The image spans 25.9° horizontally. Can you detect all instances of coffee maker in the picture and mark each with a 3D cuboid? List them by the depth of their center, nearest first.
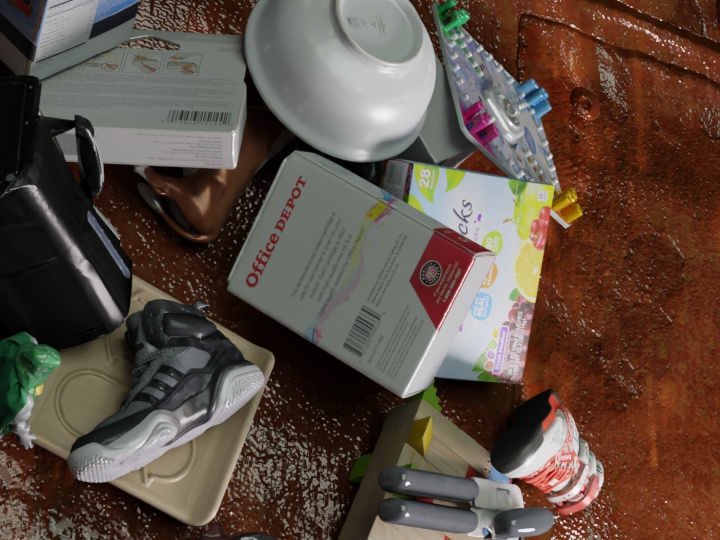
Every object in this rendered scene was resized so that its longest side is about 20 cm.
[{"bbox_3d":[-0.281,-0.023,1.275,0.201,0.133,0.193,66,37,-46],"label":"coffee maker"}]

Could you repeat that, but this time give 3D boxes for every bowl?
[{"bbox_3d":[-0.002,-0.211,1.475,0.199,0.090,0.203,16,56,-25],"label":"bowl"}]

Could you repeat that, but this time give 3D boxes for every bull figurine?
[{"bbox_3d":[-0.139,-0.118,1.502,0.121,0.065,0.201,34,52,-8],"label":"bull figurine"}]

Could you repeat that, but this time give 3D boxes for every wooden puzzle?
[{"bbox_3d":[-0.194,0.108,1.374,0.199,0.046,0.186,28,55,-11],"label":"wooden puzzle"}]

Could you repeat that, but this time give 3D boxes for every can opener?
[{"bbox_3d":[0.099,0.207,1.385,0.199,0.066,0.054,18,69,-48],"label":"can opener"}]

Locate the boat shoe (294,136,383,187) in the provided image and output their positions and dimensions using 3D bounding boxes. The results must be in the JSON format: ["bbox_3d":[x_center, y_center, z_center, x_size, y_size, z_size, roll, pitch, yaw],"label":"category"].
[{"bbox_3d":[-0.033,-0.144,1.567,0.071,0.068,0.201,-27,83,-13],"label":"boat shoe"}]

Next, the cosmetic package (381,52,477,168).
[{"bbox_3d":[0.030,-0.181,1.608,0.090,0.107,0.201,-28,85,-38],"label":"cosmetic package"}]

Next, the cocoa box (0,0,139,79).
[{"bbox_3d":[-0.304,-0.297,1.418,0.200,0.132,0.133,46,51,14],"label":"cocoa box"}]

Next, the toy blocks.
[{"bbox_3d":[0.066,0.223,1.451,0.136,0.100,0.201,39,55,-22],"label":"toy blocks"}]

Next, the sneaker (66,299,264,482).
[{"bbox_3d":[-0.182,0.095,1.315,0.199,0.075,0.114,-26,78,-40],"label":"sneaker"}]

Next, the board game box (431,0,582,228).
[{"bbox_3d":[0.155,-0.168,1.646,0.200,0.026,0.201,37,32,-40],"label":"board game box"}]

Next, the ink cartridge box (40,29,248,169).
[{"bbox_3d":[-0.203,-0.161,1.443,0.198,0.045,0.177,3,36,1],"label":"ink cartridge box"}]

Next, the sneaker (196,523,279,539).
[{"bbox_3d":[-0.072,0.293,1.338,0.200,0.076,0.116,45,50,-4],"label":"sneaker"}]

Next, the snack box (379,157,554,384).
[{"bbox_3d":[0.091,0.002,1.525,0.167,0.068,0.202,8,94,-29],"label":"snack box"}]

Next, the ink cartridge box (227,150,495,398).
[{"bbox_3d":[0.000,0.000,1.427,0.199,0.147,0.083,31,11,16],"label":"ink cartridge box"}]

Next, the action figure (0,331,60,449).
[{"bbox_3d":[-0.279,0.101,1.224,0.054,0.200,0.119,8,64,-28],"label":"action figure"}]

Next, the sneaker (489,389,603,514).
[{"bbox_3d":[0.186,0.187,1.499,0.108,0.067,0.201,58,15,-1],"label":"sneaker"}]
